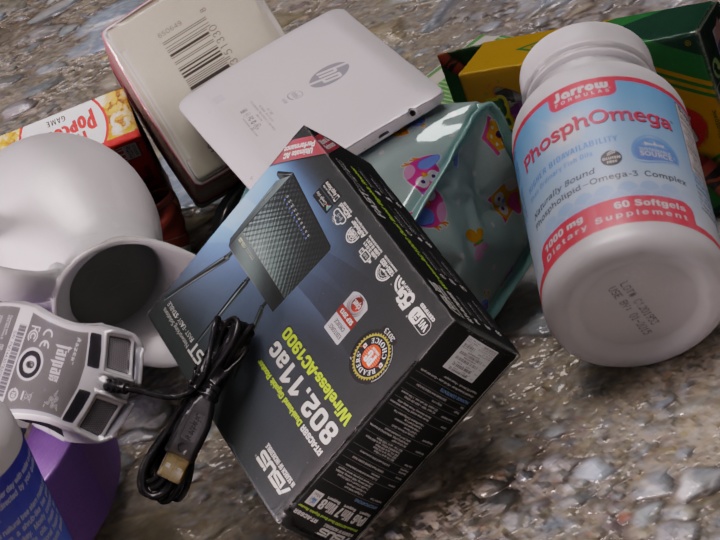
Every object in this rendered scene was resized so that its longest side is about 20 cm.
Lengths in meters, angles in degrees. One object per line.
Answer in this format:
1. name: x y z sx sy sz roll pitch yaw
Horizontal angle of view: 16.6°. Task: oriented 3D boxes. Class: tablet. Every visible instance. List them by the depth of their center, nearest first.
1. tablet: -0.035 -0.108 1.556 0.130 0.014 0.200 -32 29 -6

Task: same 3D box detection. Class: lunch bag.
1. lunch bag: 0.000 0.000 1.509 0.170 0.122 0.200 1 51 41

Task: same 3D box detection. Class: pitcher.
1. pitcher: -0.201 -0.018 1.585 0.171 0.122 0.200 12 17 -31

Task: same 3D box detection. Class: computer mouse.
1. computer mouse: -0.150 0.062 1.402 0.199 0.044 0.110 13 81 38

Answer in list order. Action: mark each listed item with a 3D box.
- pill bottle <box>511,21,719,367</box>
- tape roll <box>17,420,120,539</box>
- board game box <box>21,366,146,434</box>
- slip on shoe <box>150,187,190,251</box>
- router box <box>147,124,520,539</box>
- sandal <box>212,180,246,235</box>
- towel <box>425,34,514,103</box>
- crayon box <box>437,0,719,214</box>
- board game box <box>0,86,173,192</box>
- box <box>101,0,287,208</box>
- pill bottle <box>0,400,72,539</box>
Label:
1. pill bottle: 0.146 -0.050 1.439 0.108 0.109 0.200 -17 46 10
2. tape roll: -0.247 0.121 1.475 0.199 0.066 0.201 -13 39 11
3. board game box: -0.253 0.073 1.669 0.199 0.044 0.199 3 35 43
4. slip on shoe: -0.214 -0.026 1.739 0.199 0.061 0.074 -6 9 -27
5. router box: -0.020 0.035 1.376 0.150 0.062 0.200 -50 43 13
6. sandal: -0.047 -0.051 1.731 0.048 0.076 0.200 0 22 35
7. towel: 0.112 -0.128 1.821 0.152 0.023 0.200 -38 30 -32
8. crayon box: 0.148 -0.091 1.581 0.199 0.127 0.051 -8 27 30
9. board game box: -0.242 -0.048 1.798 0.199 0.152 0.046 -22 66 0
10. box: -0.103 -0.129 1.743 0.109 0.128 0.200 -33 -1 -5
11. pill bottle: -0.218 0.135 1.312 0.112 0.201 0.112 -17 24 8
